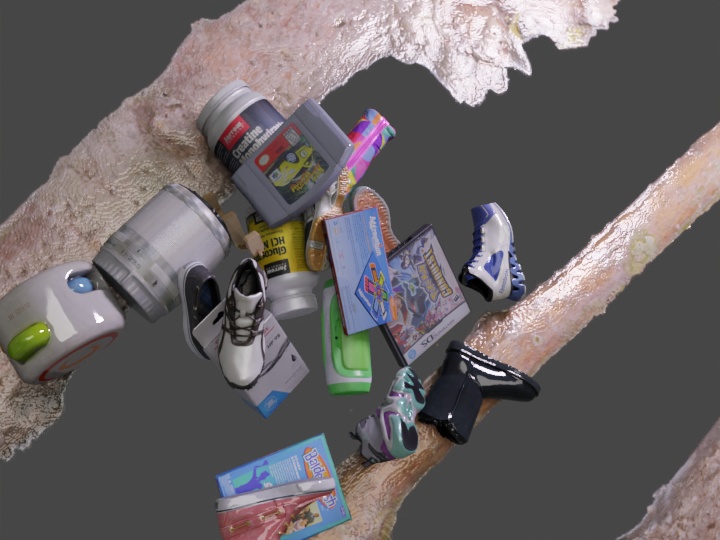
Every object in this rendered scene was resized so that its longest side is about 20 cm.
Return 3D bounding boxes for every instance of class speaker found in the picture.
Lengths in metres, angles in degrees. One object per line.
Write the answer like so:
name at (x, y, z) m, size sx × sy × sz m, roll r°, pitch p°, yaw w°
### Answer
speaker at (-0.025, 0.119, 1.275) m, size 0.086 × 0.088 × 0.205 m, roll 0°, pitch 76°, yaw -13°

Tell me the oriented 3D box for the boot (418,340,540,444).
boot at (0.217, 0.246, 1.304) m, size 0.197 × 0.077 × 0.170 m, roll 26°, pitch 68°, yaw 1°

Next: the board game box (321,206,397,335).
board game box at (0.000, 0.000, 1.223) m, size 0.101 × 0.019 × 0.205 m, roll -15°, pitch 101°, yaw -21°

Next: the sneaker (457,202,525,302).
sneaker at (0.242, -0.027, 1.381) m, size 0.113 × 0.081 × 0.203 m, roll -14°, pitch 81°, yaw -19°

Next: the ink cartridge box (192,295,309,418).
ink cartridge box at (-0.179, 0.138, 1.179) m, size 0.116 × 0.066 × 0.202 m, roll -46°, pitch 134°, yaw -20°

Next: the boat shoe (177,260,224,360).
boat shoe at (-0.252, 0.078, 1.177) m, size 0.066 × 0.204 × 0.069 m, roll 27°, pitch 42°, yaw 35°

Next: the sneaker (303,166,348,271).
sneaker at (-0.070, -0.099, 1.244) m, size 0.075 × 0.087 × 0.205 m, roll 13°, pitch 83°, yaw -37°

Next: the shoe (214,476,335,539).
shoe at (-0.131, 0.396, 1.139) m, size 0.196 × 0.072 × 0.093 m, roll -10°, pitch 79°, yaw -10°

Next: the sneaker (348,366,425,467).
sneaker at (0.038, 0.261, 1.252) m, size 0.078 × 0.139 × 0.201 m, roll 51°, pitch 28°, yaw -17°

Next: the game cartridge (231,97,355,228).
game cartridge at (-0.110, -0.175, 1.191) m, size 0.200 × 0.041 × 0.133 m, roll -44°, pitch 80°, yaw 6°

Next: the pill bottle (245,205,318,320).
pill bottle at (-0.137, -0.020, 1.269) m, size 0.110 × 0.112 × 0.204 m, roll -10°, pitch 78°, yaw -16°

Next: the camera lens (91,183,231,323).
camera lens at (-0.330, -0.033, 1.200) m, size 0.160 × 0.160 × 0.200 m, roll 43°, pitch 71°, yaw 0°

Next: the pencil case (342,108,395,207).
pencil case at (-0.013, -0.219, 1.367) m, size 0.088 × 0.088 × 0.202 m, roll 35°, pitch 70°, yaw -2°

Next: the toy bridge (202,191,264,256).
toy bridge at (-0.221, -0.071, 1.247) m, size 0.027 × 0.068 × 0.199 m, roll -33°, pitch 43°, yaw -17°

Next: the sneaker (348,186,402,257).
sneaker at (0.020, -0.074, 1.295) m, size 0.071 × 0.080 × 0.202 m, roll -39°, pitch 127°, yaw -15°

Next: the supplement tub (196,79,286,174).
supplement tub at (-0.190, -0.232, 1.296) m, size 0.200 × 0.140 × 0.140 m, roll 46°, pitch 70°, yaw 1°

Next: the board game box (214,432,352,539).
board game box at (-0.131, 0.386, 1.200) m, size 0.196 × 0.045 × 0.155 m, roll -17°, pitch 80°, yaw -17°

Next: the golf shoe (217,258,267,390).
golf shoe at (-0.182, 0.078, 1.082) m, size 0.076 × 0.095 × 0.204 m, roll 0°, pitch 70°, yaw -6°

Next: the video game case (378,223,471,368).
video game case at (0.102, 0.048, 1.310) m, size 0.180 × 0.025 × 0.202 m, roll -37°, pitch 114°, yaw -20°

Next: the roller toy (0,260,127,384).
roller toy at (-0.480, 0.077, 1.124) m, size 0.181 × 0.200 × 0.141 m, roll -31°, pitch 85°, yaw -29°
